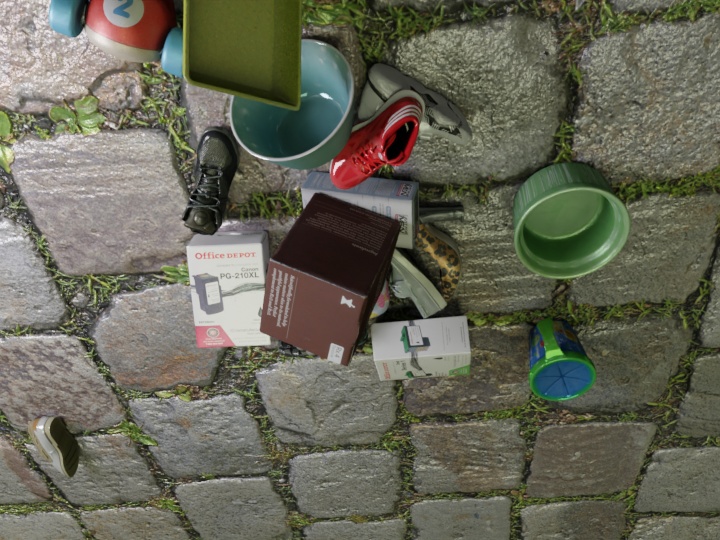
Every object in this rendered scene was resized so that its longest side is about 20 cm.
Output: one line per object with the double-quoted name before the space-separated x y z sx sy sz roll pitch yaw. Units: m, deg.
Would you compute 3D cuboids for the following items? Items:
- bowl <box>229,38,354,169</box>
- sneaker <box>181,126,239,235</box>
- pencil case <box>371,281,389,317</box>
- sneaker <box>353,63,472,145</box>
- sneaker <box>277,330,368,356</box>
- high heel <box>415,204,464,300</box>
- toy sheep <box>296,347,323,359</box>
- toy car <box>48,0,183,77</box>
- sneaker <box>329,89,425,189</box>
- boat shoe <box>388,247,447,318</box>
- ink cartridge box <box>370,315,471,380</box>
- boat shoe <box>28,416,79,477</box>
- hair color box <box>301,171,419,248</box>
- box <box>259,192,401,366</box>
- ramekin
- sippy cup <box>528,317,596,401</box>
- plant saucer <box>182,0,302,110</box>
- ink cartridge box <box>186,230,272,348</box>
"bowl" -0.088 -0.237 1.043 0.198 0.204 0.105 -14 158 13
"sneaker" -0.256 -0.140 1.164 0.075 0.115 0.201 12 129 -13
"pencil case" 0.000 0.000 1.298 0.090 0.083 0.202 -30 134 -21
"sneaker" 0.078 -0.237 1.101 0.198 0.076 0.115 28 127 -15
"sneaker" -0.077 0.152 1.438 0.197 0.076 0.080 -11 147 11
"high heel" 0.119 -0.031 1.277 0.140 0.072 0.203 -2 118 -2
"toy sheep" -0.100 0.091 1.343 0.138 0.138 0.201 -41 88 31
"toy car" -0.291 -0.397 0.913 0.182 0.178 0.202 17 118 -11
"sneaker" 0.015 -0.180 1.031 0.078 0.116 0.200 34 122 -16
"boat shoe" 0.095 0.027 1.322 0.071 0.070 0.201 -40 126 5
"ink cartridge box" 0.126 0.164 1.415 0.196 0.086 0.147 -6 153 6
"boat shoe" -0.768 0.440 1.712 0.067 0.075 0.203 1 125 8
"hair color box" 0.002 -0.106 1.188 0.197 0.061 0.100 8 130 15
"box" -0.048 0.011 1.124 0.162 0.201 0.167 21 131 6
"ramekin" 0.363 -0.092 1.205 0.196 0.099 0.202 1 132 1
"sippy cup" 0.409 0.178 1.419 0.137 0.131 0.180 8 131 -8
"plant saucer" -0.166 -0.332 0.924 0.047 0.204 0.198 2 -179 40
"ink cartridge box" -0.241 0.035 1.284 0.142 0.084 0.204 -3 107 0
